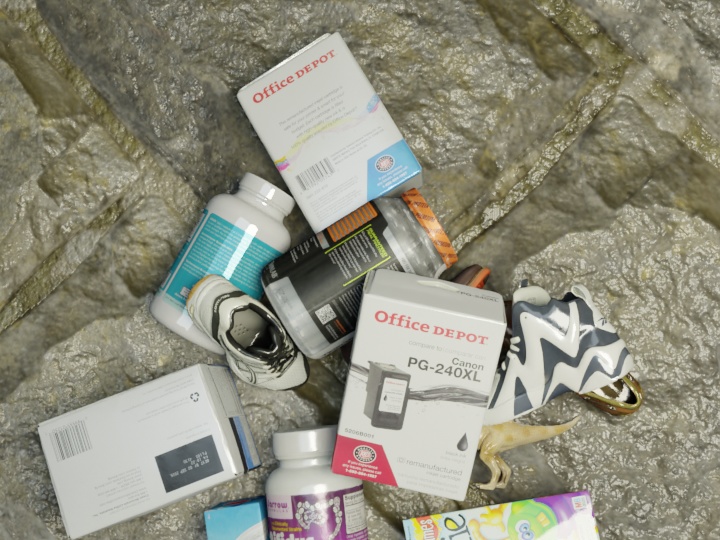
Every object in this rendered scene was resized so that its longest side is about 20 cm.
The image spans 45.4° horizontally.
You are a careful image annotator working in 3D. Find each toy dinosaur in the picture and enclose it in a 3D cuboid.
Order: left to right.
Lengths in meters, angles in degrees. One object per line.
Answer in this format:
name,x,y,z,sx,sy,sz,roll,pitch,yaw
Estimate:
toy dinosaur,0.150,0.195,0.978,0.198,0.058,0.102,6,83,7

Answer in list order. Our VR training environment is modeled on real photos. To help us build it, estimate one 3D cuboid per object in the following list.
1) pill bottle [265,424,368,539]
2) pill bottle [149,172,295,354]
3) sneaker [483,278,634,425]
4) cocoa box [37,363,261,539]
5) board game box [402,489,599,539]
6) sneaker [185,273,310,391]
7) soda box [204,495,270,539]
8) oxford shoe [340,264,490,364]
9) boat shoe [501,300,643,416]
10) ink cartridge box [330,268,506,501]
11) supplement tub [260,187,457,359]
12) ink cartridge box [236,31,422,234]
pill bottle,-0.049,0.278,0.962,0.111,0.112,0.202,-8,82,5
pill bottle,-0.154,-0.012,1.009,0.110,0.111,0.201,30,88,9
sneaker,0.175,0.080,0.917,0.199,0.079,0.130,-28,82,38
cocoa box,-0.234,0.201,0.981,0.199,0.131,0.134,-21,81,3
board game box,0.155,0.309,0.932,0.198,0.103,0.106,-11,70,5
sneaker,-0.110,0.087,0.952,0.087,0.200,0.076,25,74,45
soda box,-0.126,0.367,0.985,0.067,0.064,0.202,-10,83,5
oxford shoe,0.062,0.048,1.000,0.200,0.071,0.073,-38,74,0
boat shoe,0.232,0.093,0.975,0.199,0.068,0.072,30,87,9
ink cartridge box,0.057,0.115,0.879,0.144,0.083,0.202,11,107,4
supplement tub,0.000,0.000,0.957,0.199,0.123,0.123,-31,81,2
ink cartridge box,-0.035,-0.156,1.026,0.144,0.085,0.201,-31,82,2
